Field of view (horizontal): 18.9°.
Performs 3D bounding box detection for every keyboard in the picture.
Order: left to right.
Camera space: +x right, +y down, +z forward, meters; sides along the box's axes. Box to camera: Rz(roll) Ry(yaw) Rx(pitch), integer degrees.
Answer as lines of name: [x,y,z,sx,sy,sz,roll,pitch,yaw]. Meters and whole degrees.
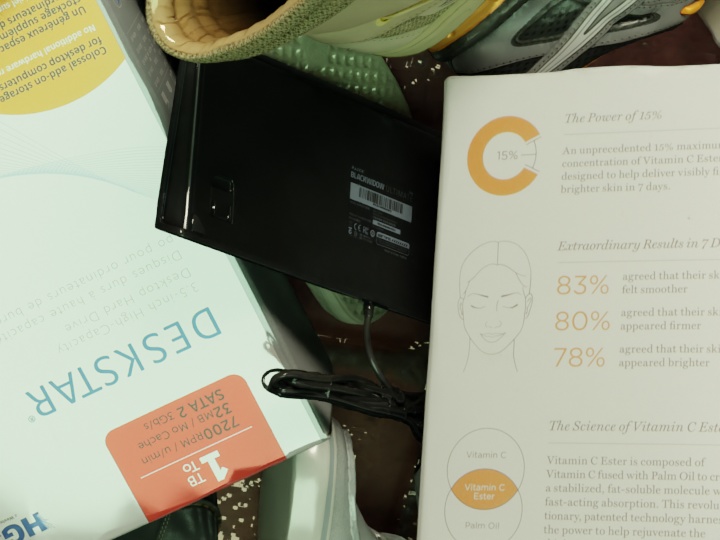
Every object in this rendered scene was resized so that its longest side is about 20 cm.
keyboard: [0.000,0.000,0.799,0.021,0.128,0.199,-10,159,41]

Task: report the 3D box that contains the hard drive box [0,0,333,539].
hard drive box: [-0.120,-0.003,0.807,0.155,0.077,0.201,-26,106,7]

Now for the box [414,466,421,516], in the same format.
box: [0.127,0.097,0.888,0.199,0.117,0.061,-5,78,-4]

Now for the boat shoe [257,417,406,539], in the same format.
boat shoe: [-0.006,0.142,0.923,0.068,0.072,0.201,-4,117,-9]

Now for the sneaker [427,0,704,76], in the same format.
sneaker: [0.108,-0.131,0.797,0.200,0.078,0.077,-34,117,22]

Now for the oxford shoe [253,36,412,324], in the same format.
oxford shoe: [-0.028,-0.064,0.824,0.058,0.075,0.201,10,138,38]

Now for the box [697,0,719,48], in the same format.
box: [0.211,-0.151,0.794,0.068,0.082,0.201,24,113,-20]

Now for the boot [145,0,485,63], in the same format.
boot: [0.026,-0.144,0.686,0.200,0.155,0.073,-46,76,25]

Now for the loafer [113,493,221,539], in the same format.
loafer: [-0.126,0.152,0.904,0.073,0.072,0.200,19,116,-33]

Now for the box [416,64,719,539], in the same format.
box: [0.095,0.037,0.772,0.124,0.201,0.097,-1,165,20]
